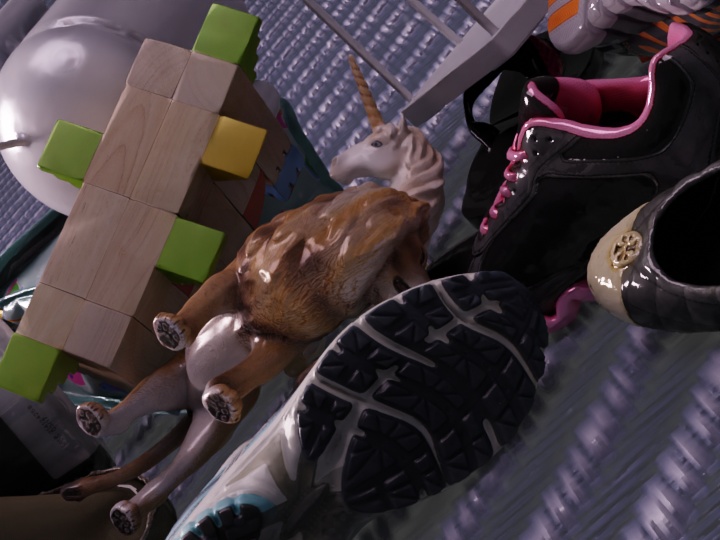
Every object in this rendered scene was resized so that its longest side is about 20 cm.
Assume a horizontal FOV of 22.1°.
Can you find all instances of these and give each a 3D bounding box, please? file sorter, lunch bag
[{"bbox_3d":[0.067,-0.203,0.987,0.200,0.124,0.139,-51,6,-20],"label":"file sorter"},{"bbox_3d":[-0.126,-0.004,1.081,0.200,0.122,0.170,-7,34,45],"label":"lunch bag"}]

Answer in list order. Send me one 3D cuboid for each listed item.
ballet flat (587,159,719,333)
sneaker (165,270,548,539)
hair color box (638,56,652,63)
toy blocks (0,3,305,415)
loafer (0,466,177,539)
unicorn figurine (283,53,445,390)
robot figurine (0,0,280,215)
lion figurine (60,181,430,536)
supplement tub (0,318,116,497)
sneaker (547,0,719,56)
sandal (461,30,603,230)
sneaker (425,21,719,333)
[{"bbox_3d":[0.144,-0.023,0.624,0.200,0.057,0.067,-21,55,52],"label":"ballet flat"},{"bbox_3d":[-0.013,0.069,0.742,0.200,0.078,0.086,-42,12,-1],"label":"sneaker"},{"bbox_3d":[0.209,-0.184,0.907,0.200,0.061,0.102,-24,24,51],"label":"hair color box"},{"bbox_3d":[-0.090,-0.013,0.895,0.137,0.100,0.200,54,-124,-69],"label":"toy blocks"},{"bbox_3d":[-0.168,0.137,0.835,0.200,0.070,0.075,-26,39,-35],"label":"loafer"},{"bbox_3d":[0.000,0.000,0.919,0.137,0.074,0.200,-43,35,6],"label":"unicorn figurine"},{"bbox_3d":[-0.126,-0.102,0.998,0.200,0.169,0.113,-64,-11,-50],"label":"robot figurine"},{"bbox_3d":[-0.054,0.035,0.810,0.200,0.073,0.122,-37,3,46],"label":"lion figurine"},{"bbox_3d":[-0.232,0.118,0.919,0.200,0.123,0.123,-40,15,-11],"label":"supplement tub"},{"bbox_3d":[0.159,-0.126,0.741,0.200,0.112,0.078,172,105,-75],"label":"sneaker"},{"bbox_3d":[0.085,-0.091,0.986,0.075,0.045,0.200,-35,17,28],"label":"sandal"},{"bbox_3d":[0.086,-0.037,0.752,0.200,0.095,0.079,-30,23,40],"label":"sneaker"}]
